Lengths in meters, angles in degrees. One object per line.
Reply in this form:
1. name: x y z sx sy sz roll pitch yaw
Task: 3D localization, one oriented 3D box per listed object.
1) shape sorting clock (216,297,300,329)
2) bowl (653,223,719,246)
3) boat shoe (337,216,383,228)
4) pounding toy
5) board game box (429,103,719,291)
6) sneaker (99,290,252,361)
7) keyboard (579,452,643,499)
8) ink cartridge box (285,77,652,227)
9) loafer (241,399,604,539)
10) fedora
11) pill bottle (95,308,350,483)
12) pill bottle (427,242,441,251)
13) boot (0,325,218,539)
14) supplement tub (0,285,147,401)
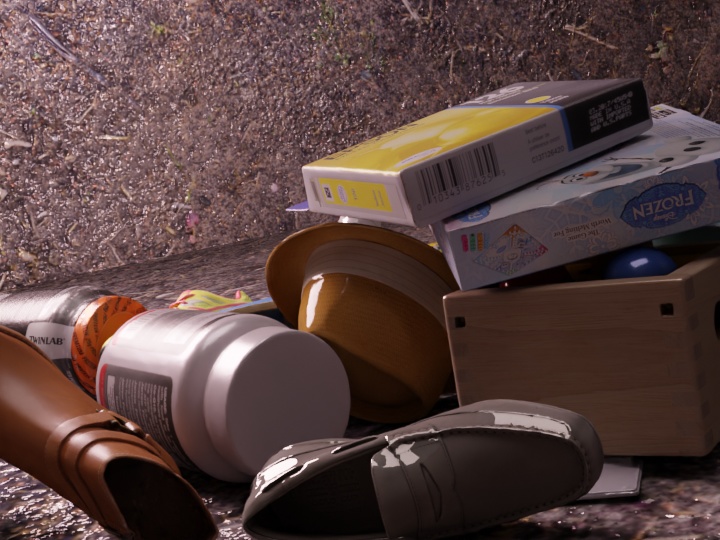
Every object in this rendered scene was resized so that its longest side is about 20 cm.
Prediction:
1. shape sorting clock: -0.082 0.068 0.959 0.197 0.040 0.201 -11 -25 -5
2. bowl: 0.302 0.004 0.822 0.197 0.107 0.201 -1 10 0
3. boat shoe: 0.000 0.000 0.967 0.070 0.070 0.200 9 -22 -2
4. pounding toy: 0.159 0.023 0.725 0.182 0.145 0.199 -5 7 34
5. board game box: 0.144 -0.056 0.733 0.196 0.044 0.200 -14 15 1
6. sneaker: -0.169 0.062 1.048 0.198 0.091 0.078 -3 -36 -47
7. keyboard: 0.066 0.128 0.647 0.197 0.011 0.056 -8 13 19
8. ink cartridge box: 0.064 -0.087 0.761 0.196 0.048 0.199 -25 19 -24
9. loafer: 0.029 0.116 0.577 0.198 0.071 0.070 -16 9 23
10. fedora: 0.010 0.053 0.806 0.198 0.201 0.083 -6 46 31
11. pill bottle: -0.100 0.087 0.772 0.113 0.116 0.199 -15 9 -34
12. pill bottle: 0.134 0.020 0.967 0.197 0.114 0.112 -11 7 -9
13. boot: -0.178 0.096 0.638 0.199 0.074 0.154 33 -9 -31
14. supplement tub: -0.301 0.079 1.080 0.198 0.124 0.122 -5 8 37
